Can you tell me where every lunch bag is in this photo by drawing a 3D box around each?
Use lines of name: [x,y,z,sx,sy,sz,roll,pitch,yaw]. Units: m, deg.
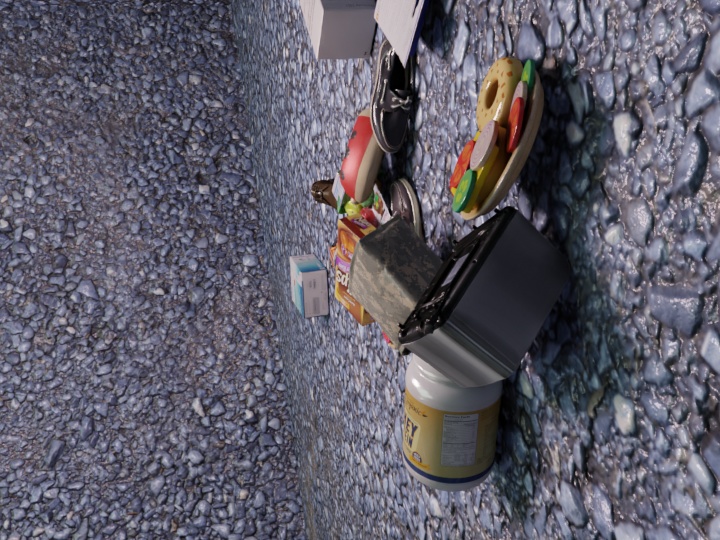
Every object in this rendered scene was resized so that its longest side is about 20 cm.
lunch bag: [0.064,0.036,1.194,0.164,0.117,0.201,47,150,17]

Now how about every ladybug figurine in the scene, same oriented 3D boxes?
ladybug figurine: [0.010,-0.227,1.345,0.136,0.071,0.203,97,-169,-86]

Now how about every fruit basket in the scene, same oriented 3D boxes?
fruit basket: [0.007,-0.130,1.478,0.186,0.092,0.203,113,144,-61]

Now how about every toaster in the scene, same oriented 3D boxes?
toaster: [0.143,0.043,0.865,0.201,0.118,0.181,-54,3,-19]

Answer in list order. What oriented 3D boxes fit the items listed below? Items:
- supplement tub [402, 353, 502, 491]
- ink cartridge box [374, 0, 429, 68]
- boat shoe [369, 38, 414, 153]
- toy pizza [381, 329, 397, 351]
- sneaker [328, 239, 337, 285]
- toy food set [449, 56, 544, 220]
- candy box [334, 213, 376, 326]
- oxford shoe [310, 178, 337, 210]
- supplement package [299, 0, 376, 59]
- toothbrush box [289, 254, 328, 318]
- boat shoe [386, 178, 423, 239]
supplement tub: [0.134,0.202,1.031,0.145,0.142,0.203,-127,34,-62]
ink cartridge box: [0.085,-0.460,1.124,0.201,0.046,0.200,-113,31,-45]
boat shoe: [0.061,-0.312,1.246,0.063,0.071,0.204,-154,64,-69]
toy pizza: [0.058,0.071,1.475,0.200,0.031,0.204,174,90,-75]
sneaker: [-0.045,-0.047,1.728,0.202,0.076,0.113,102,156,-48]
toy food set: [0.161,-0.158,0.848,0.198,0.048,0.202,-94,27,-70]
candy box: [0.000,0.000,1.448,0.117,0.056,0.203,44,142,42]
oxford shoe: [-0.083,-0.191,1.803,0.200,0.083,0.074,-143,50,-68]
supplement package: [-0.049,-0.554,1.466,0.121,0.119,0.202,105,154,-52]
toothbrush box: [-0.161,0.045,2.181,0.200,0.084,0.149,-133,40,-68]
boat shoe: [0.075,-0.074,1.293,0.072,0.064,0.204,134,129,-70]
